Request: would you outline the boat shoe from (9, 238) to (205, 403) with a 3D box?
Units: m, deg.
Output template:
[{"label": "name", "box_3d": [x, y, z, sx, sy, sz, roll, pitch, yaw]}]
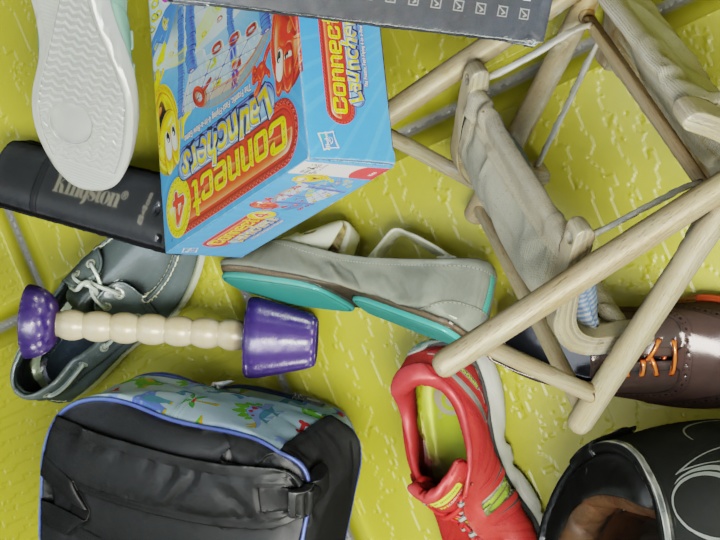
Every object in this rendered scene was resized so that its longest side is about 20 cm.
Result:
[{"label": "boat shoe", "box_3d": [-0.181, 0.024, 1.105, 0.073, 0.062, 0.200, 49, 116, 14]}]

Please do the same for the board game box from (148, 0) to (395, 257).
[{"label": "board game box", "box_3d": [-0.061, -0.127, 0.936, 0.200, 0.056, 0.196, -28, 64, 56]}]

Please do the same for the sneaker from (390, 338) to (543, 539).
[{"label": "sneaker", "box_3d": [0.062, 0.144, 0.994, 0.077, 0.085, 0.200, -19, 91, 30]}]

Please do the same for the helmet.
[{"label": "helmet", "box_3d": [0.211, 0.184, 0.868, 0.190, 0.200, 0.200, 12, 111, -20]}]

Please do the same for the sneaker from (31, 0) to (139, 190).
[{"label": "sneaker", "box_3d": [-0.173, -0.162, 1.045, 0.074, 0.118, 0.201, 2, 114, 12]}]

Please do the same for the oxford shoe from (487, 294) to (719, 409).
[{"label": "oxford shoe", "box_3d": [0.171, 0.054, 0.927, 0.200, 0.073, 0.071, 2, 101, 27]}]

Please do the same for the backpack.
[{"label": "backpack", "box_3d": [-0.106, 0.160, 1.047, 0.200, 0.147, 0.183, 15, 107, 19]}]

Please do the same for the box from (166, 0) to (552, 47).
[{"label": "box", "box_3d": [0.000, -0.228, 0.762, 0.124, 0.196, 0.200, -136, 54, -58]}]

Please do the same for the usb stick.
[{"label": "usb stick", "box_3d": [-0.185, -0.053, 1.082, 0.200, 0.033, 0.056, 15, 72, 36]}]

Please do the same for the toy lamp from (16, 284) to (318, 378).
[{"label": "toy lamp", "box_3d": [-0.128, 0.042, 1.056, 0.200, 0.058, 0.058, 3, 103, 4]}]

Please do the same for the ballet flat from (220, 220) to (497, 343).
[{"label": "ballet flat", "box_3d": [0.000, 0.000, 1.016, 0.200, 0.067, 0.064, 13, 76, 31]}]

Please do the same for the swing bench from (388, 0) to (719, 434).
[{"label": "swing bench", "box_3d": [0.115, -0.058, 0.855, 0.200, 0.130, 0.199, -47, 41, 23]}]
